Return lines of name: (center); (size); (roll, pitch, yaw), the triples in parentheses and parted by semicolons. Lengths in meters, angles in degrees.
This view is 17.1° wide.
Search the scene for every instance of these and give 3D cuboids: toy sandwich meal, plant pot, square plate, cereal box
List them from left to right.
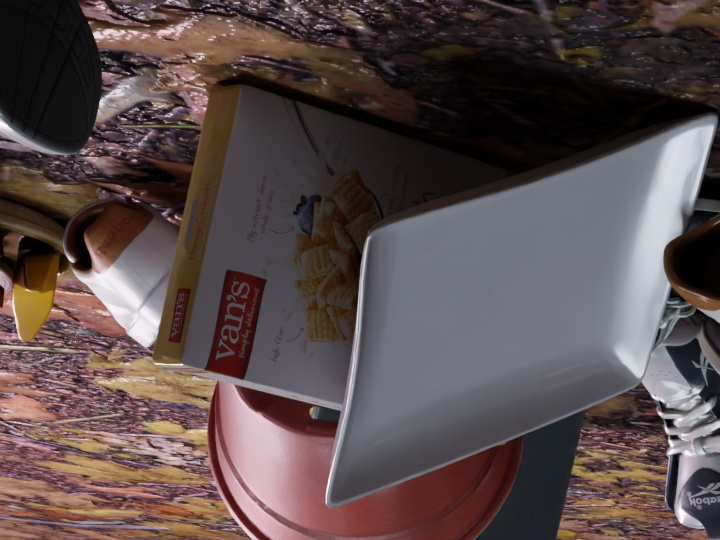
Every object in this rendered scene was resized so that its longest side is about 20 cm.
toy sandwich meal: (-0.267, -0.002, 1.507); (0.204, 0.071, 0.205); (7, 166, 2)
plant pot: (-0.003, 0.060, 1.412); (0.200, 0.202, 0.195); (6, 158, 6)
cereal box: (0.000, 0.000, 1.224); (0.199, 0.145, 0.039); (15, 172, -31)
plant pot: (0.050, 0.175, 1.830); (0.199, 0.197, 0.196); (15, 166, 3)
square plate: (0.072, 0.016, 1.172); (0.197, 0.028, 0.201); (-19, 141, -25)

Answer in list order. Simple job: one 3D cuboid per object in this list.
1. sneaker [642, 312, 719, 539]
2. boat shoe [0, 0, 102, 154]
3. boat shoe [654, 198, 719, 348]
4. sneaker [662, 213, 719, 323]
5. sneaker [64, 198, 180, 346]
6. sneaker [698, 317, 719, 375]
sneaker: (0.225, 0.106, 1.563); (0.079, 0.130, 0.199); (-3, 162, 34)
boat shoe: (-0.186, -0.111, 1.040); (0.065, 0.075, 0.202); (5, 163, 35)
boat shoe: (0.177, 0.006, 1.328); (0.072, 0.062, 0.200); (10, 166, -12)
sneaker: (0.236, -0.014, 1.140); (0.199, 0.073, 0.085); (-20, 157, 33)
sneaker: (-0.132, -0.009, 1.432); (0.085, 0.073, 0.200); (40, 171, -1)
sneaker: (0.300, 0.045, 1.437); (0.200, 0.107, 0.075); (31, -156, 34)
